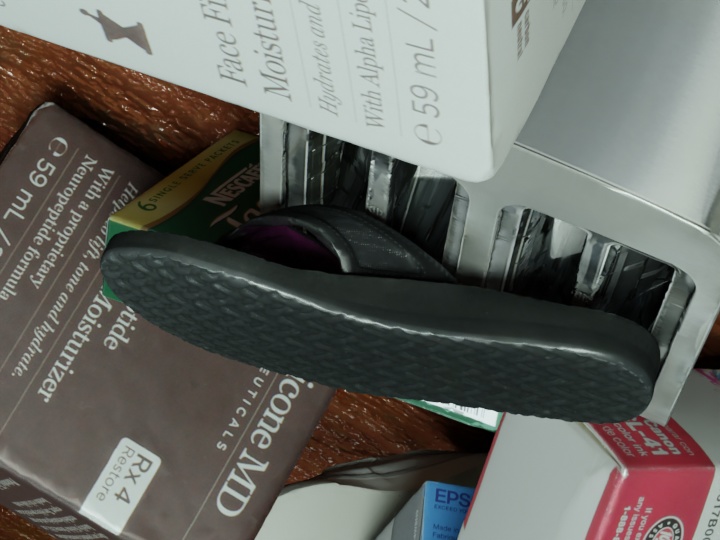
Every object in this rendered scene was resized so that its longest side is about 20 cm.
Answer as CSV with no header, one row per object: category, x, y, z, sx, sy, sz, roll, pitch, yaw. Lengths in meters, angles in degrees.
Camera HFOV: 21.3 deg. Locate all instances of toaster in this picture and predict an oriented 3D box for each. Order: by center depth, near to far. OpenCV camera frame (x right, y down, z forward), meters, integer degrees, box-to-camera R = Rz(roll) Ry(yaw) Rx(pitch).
toaster,0.066,-0.050,0.698,0.181,0.119,0.200,22,153,8

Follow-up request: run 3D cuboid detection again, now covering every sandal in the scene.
sandal,0.008,0.011,0.687,0.200,0.048,0.075,12,151,3

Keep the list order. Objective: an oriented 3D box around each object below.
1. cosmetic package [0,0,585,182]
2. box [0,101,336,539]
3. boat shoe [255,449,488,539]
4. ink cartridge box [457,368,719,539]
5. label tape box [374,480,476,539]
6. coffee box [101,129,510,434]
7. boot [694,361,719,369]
cosmetic package,-0.026,-0.158,0.533,0.200,0.165,0.165,19,153,17
box,-0.133,0.046,0.979,0.200,0.166,0.164,33,163,-12
boat shoe,0.000,0.134,1.058,0.068,0.200,0.072,6,109,56
ink cartridge box,0.143,0.121,0.801,0.200,0.148,0.086,4,-156,-29
label tape box,0.071,0.175,0.973,0.143,0.066,0.200,10,156,-10
coffee box,0.000,0.000,0.846,0.200,0.123,0.044,19,120,20
boot,0.212,0.129,0.953,0.200,0.064,0.186,32,155,-15
